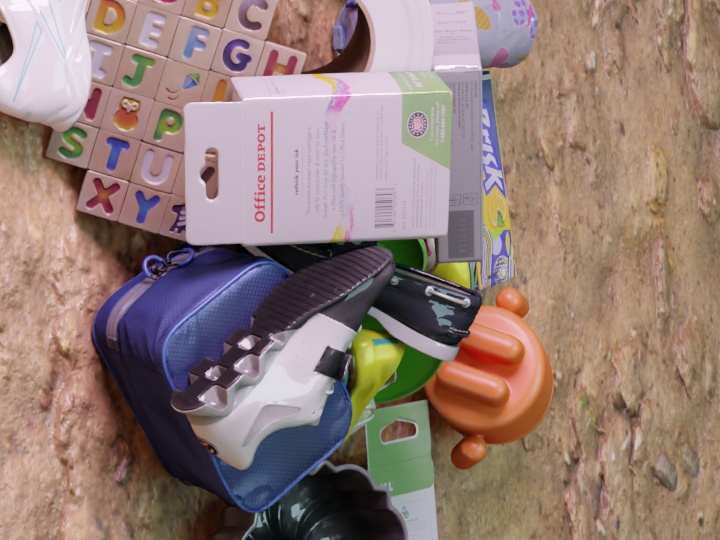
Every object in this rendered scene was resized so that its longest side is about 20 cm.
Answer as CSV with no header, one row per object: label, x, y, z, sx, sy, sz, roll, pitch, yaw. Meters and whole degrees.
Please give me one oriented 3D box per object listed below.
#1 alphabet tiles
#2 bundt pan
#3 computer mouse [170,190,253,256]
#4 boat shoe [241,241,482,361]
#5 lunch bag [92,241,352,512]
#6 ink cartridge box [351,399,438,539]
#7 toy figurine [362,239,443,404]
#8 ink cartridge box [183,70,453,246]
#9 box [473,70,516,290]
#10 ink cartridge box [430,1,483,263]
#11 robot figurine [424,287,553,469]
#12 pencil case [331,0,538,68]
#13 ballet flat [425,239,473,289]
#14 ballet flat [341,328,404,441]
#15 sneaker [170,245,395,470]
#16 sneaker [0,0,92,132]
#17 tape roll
alphabet tiles,-0.139,-0.124,1.542,0.165,0.006,0.201,16,105,-11
bundt pan,-0.053,0.252,1.685,0.201,0.075,0.204,-3,95,-42
computer mouse,-0.107,-0.033,1.664,0.200,0.034,0.059,34,61,-61
boat shoe,0.000,0.000,1.610,0.199,0.076,0.061,27,100,-13
lunch bag,-0.115,0.073,1.590,0.136,0.132,0.201,-36,116,-27
ink cartridge box,0.016,0.219,1.812,0.104,0.059,0.202,-4,90,-53
toy figurine,0.011,-0.021,1.749,0.185,0.149,0.201,-81,-179,-52
ink cartridge box,-0.036,-0.084,1.530,0.067,0.198,0.118,-117,-153,-67
box,0.093,-0.084,1.935,0.070,0.064,0.202,-16,100,-53
ink cartridge box,0.074,-0.137,1.708,0.177,0.044,0.201,-94,-179,-49
robot figurine,0.117,0.099,1.884,0.200,0.116,0.145,49,22,-74
pencil case,0.068,-0.215,1.861,0.199,0.090,0.084,-12,91,-40
ballet flat,0.050,-0.061,1.872,0.067,0.067,0.202,-13,94,-36
ballet flat,-0.012,0.103,1.679,0.067,0.200,0.067,-14,67,-25
sneaker,-0.043,0.065,1.519,0.200,0.074,0.089,-41,119,-13
sneaker,-0.238,-0.206,1.499,0.080,0.070,0.202,10,74,-34
tape roll,-0.047,-0.191,1.608,0.139,0.201,0.204,-103,175,-71
